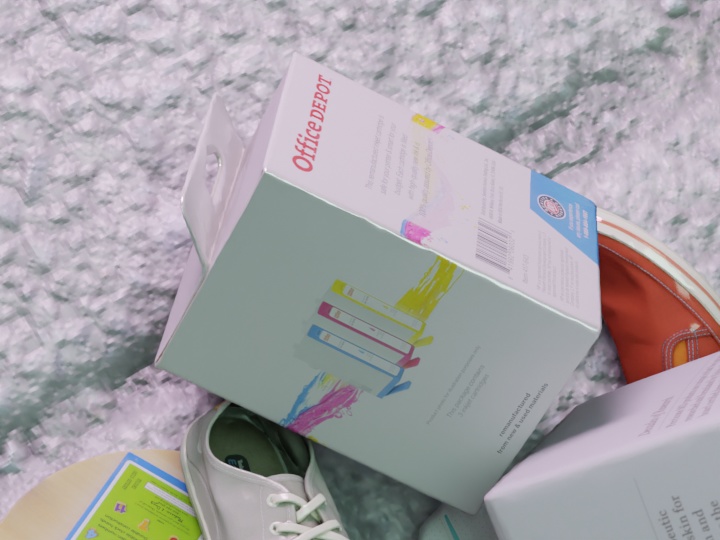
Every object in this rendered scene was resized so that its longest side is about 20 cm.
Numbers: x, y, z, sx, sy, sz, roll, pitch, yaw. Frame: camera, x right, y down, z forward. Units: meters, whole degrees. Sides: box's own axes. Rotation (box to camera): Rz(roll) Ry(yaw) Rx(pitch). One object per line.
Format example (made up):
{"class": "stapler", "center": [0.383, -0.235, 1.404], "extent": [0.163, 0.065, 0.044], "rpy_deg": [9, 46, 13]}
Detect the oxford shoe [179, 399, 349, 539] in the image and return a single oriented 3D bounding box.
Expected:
{"class": "oxford shoe", "center": [-0.031, 0.135, 0.981], "extent": [0.075, 0.058, 0.200], "rpy_deg": [-2, 49, -32]}

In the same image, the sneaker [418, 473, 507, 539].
{"class": "sneaker", "center": [0.091, 0.201, 1.065], "extent": [0.080, 0.070, 0.201], "rpy_deg": [-22, 88, 3]}

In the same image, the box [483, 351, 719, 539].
{"class": "box", "center": [0.189, 0.147, 0.990], "extent": [0.171, 0.200, 0.199], "rpy_deg": [-21, 92, 20]}

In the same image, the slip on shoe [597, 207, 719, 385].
{"class": "slip on shoe", "center": [0.165, 0.045, 1.113], "extent": [0.061, 0.074, 0.200], "rpy_deg": [-42, 97, -17]}

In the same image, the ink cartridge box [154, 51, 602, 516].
{"class": "ink cartridge box", "center": [0.000, 0.000, 1.018], "extent": [0.200, 0.125, 0.129], "rpy_deg": [26, 29, -9]}

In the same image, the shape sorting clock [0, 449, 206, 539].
{"class": "shape sorting clock", "center": [-0.083, 0.169, 0.991], "extent": [0.200, 0.039, 0.200], "rpy_deg": [15, 41, -14]}
